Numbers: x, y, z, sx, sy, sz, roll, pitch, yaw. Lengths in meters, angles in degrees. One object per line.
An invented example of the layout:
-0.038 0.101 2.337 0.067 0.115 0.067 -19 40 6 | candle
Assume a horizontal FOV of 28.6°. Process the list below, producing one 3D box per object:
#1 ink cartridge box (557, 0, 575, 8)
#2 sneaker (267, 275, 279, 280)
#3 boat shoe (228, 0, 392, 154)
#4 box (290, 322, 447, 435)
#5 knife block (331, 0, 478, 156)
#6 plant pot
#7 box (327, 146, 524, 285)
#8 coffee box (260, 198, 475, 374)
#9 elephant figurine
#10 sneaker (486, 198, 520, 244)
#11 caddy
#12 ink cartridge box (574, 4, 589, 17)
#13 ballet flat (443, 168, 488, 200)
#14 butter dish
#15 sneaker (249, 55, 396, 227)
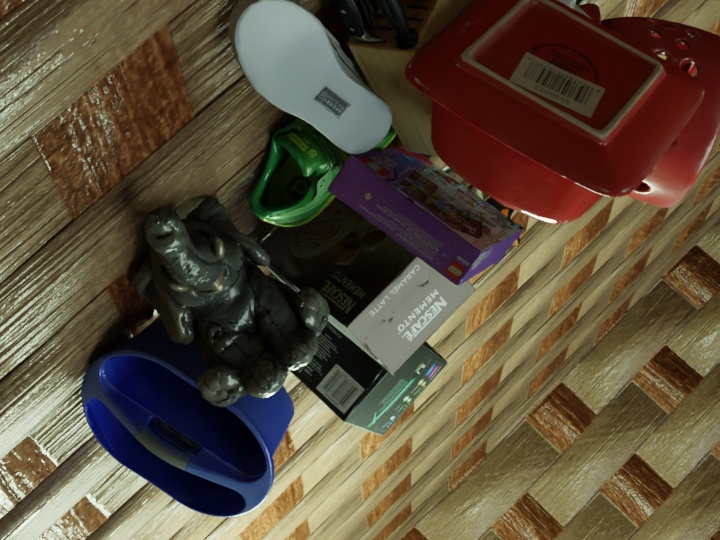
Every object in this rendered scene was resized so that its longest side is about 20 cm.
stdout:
0.115 -0.224 1.245 0.200 0.116 0.067 -58 180 32 | ink cartridge box
-0.138 0.094 1.387 0.200 0.085 0.075 -41 167 19 | sneaker
-0.048 -0.160 1.106 0.074 0.065 0.200 -40 142 3 | boat shoe
-0.006 0.091 1.611 0.124 0.148 0.200 -48 163 1 | box
0.033 -0.177 1.135 0.175 0.064 0.201 -25 123 -54 | knife block
0.291 -0.188 1.576 0.200 0.182 0.201 -165 -90 -86 | plant pot
0.063 -0.053 1.241 0.039 0.137 0.200 -56 170 15 | box
0.000 0.000 1.336 0.114 0.200 0.080 -46 125 -5 | coffee box
-0.128 0.004 1.204 0.155 0.200 0.142 -19 -150 41 | elephant figurine
0.163 -0.118 1.558 0.070 0.090 0.201 63 43 -70 | sneaker
-0.160 0.139 1.295 0.142 0.200 0.105 -61 174 35 | caddy
0.139 -0.207 1.417 0.200 0.085 0.146 -15 144 -57 | ink cartridge box
0.127 -0.087 1.428 0.200 0.065 0.070 -36 156 24 | ballet flat
0.143 -0.112 1.140 0.199 0.200 0.148 -46 162 -44 | butter dish
-0.027 -0.114 1.242 0.200 0.074 0.084 -54 166 21 | sneaker
